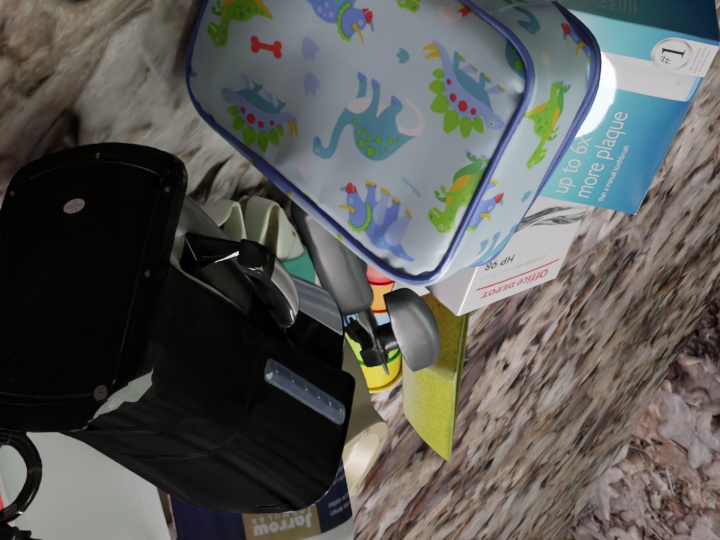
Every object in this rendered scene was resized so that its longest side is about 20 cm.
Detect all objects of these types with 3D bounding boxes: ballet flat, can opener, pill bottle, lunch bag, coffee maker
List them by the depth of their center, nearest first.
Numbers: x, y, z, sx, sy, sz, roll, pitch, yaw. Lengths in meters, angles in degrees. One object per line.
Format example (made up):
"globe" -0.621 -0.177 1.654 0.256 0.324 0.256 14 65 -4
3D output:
"lunch bag" 0.009 -0.098 0.810 0.082 0.200 0.161 -19 142 -49
"coffee maker" -0.105 0.059 0.822 0.192 0.135 0.200 -59 145 -7
"pill bottle" -0.064 0.129 0.999 0.111 0.111 0.200 -16 95 -63
"ballet flat" -0.075 -0.010 1.002 0.200 0.067 0.070 -18 128 -65
"can opener" 0.000 0.000 1.118 0.066 0.053 0.200 -22 137 6

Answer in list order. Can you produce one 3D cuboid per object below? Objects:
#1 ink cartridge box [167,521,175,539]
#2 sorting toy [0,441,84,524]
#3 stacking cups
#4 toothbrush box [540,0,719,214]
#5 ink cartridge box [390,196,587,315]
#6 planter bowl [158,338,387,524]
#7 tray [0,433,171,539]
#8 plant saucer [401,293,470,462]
"ink cartridge box" -0.185 0.259 1.084 0.200 0.084 0.145 -30 168 -13
"sorting toy" -0.218 0.149 0.932 0.199 0.070 0.200 -25 148 -56
"stacking cups" 0.009 0.028 1.304 0.061 0.061 0.200 -45 158 -23
"toothbrush box" 0.090 -0.127 0.952 0.146 0.200 0.085 109 -10 -47
"ink cartridge box" 0.104 -0.045 1.161 0.116 0.067 0.200 -19 140 -41
"planter bowl" -0.067 0.114 1.142 0.200 0.135 0.200 -46 161 -21
"tray" -0.161 0.092 0.863 0.107 0.022 0.200 -26 105 -52
"plant saucer" 0.067 0.035 1.366 0.200 0.048 0.200 88 11 -65
